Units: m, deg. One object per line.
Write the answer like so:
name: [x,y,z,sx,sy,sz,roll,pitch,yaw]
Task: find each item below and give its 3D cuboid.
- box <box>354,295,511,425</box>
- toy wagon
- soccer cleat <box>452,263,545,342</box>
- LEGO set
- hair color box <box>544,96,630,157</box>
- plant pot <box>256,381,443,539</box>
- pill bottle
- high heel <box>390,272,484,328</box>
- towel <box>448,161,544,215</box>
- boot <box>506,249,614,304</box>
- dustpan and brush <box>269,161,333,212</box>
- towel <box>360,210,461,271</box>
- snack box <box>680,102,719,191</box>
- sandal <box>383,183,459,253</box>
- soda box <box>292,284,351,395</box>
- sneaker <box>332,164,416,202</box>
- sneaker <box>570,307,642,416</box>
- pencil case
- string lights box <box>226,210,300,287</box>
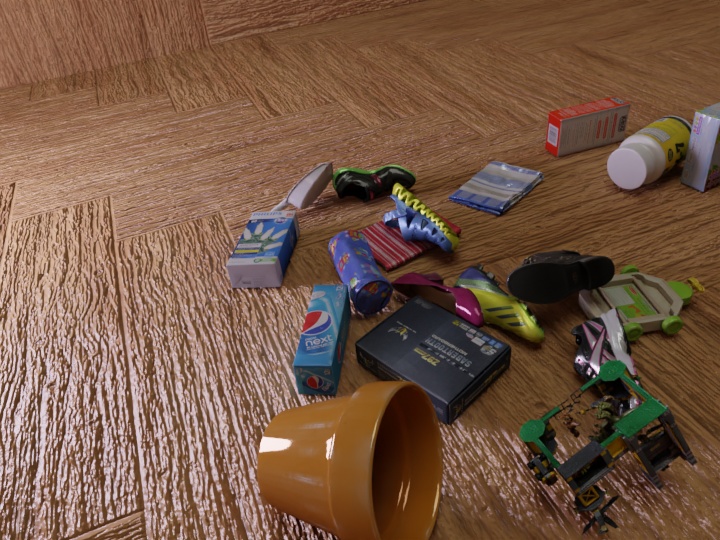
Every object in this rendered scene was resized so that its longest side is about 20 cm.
box: [0.114,0.134,0.957,0.157,0.051,0.199,-34,44,-30]
toy wagon: [0.481,0.051,1.020,0.198,0.040,0.156,-8,36,-3]
soccer cleat: [0.234,0.069,1.034,0.084,0.065,0.200,-43,46,2]
LEGO set: [0.315,0.226,0.761,0.200,0.116,0.154,-40,21,-6]
hair color box: [0.571,-0.363,1.513,0.198,0.102,0.061,-14,37,-12]
plant pot: [-0.019,0.239,0.739,0.182,0.201,0.201,-6,33,29]
pill bottle: [0.655,-0.264,1.354,0.199,0.115,0.114,-30,42,-27]
high heel: [0.131,0.057,1.044,0.095,0.068,0.200,-10,20,-20]
towel: [0.317,-0.197,1.396,0.146,0.024,0.200,23,46,35]
boot: [0.327,0.003,1.059,0.198,0.070,0.174,-7,9,-7]
dustpan and brush: [-0.146,-0.171,1.388,0.057,0.140,0.200,37,83,4]
towel: [0.096,-0.074,1.268,0.199,0.023,0.145,-27,43,-22]
snack box: [0.808,-0.286,1.312,0.199,0.170,0.068,-22,37,-21]
sandal: [0.119,-0.091,1.224,0.087,0.079,0.200,-51,54,7]
soda box: [-0.060,0.111,1.003,0.064,0.068,0.201,-1,37,8]
sneaker: [0.033,-0.198,1.419,0.198,0.077,0.084,-4,61,1]
sneaker: [0.364,0.152,0.891,0.086,0.081,0.201,-20,33,23]
pencil case: [0.000,0.000,1.137,0.086,0.078,0.200,21,24,-29]
string lights box: [-0.197,-0.047,1.247,0.102,0.059,0.201,-2,36,9]
